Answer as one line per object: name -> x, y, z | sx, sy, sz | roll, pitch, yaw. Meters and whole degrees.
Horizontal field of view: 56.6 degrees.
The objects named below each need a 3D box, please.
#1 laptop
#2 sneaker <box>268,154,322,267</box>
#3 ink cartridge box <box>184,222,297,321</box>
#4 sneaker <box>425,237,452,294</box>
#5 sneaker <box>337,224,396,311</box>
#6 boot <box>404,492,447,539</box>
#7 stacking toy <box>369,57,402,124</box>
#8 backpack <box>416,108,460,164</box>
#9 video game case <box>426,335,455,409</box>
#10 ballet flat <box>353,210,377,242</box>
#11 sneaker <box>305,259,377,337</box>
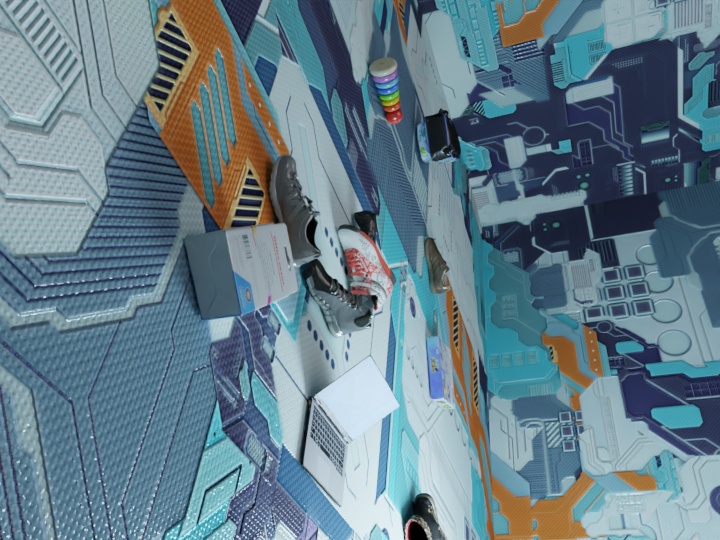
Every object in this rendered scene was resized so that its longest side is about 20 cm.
laptop -> -0.012, 0.296, 1.224 | 0.188, 0.114, 0.202 | 61, 26, -45
sneaker -> -0.107, -0.107, 1.183 | 0.075, 0.081, 0.203 | 0, 81, -72
ink cartridge box -> -0.165, -0.004, 0.972 | 0.200, 0.067, 0.117 | -22, 102, -72
sneaker -> 0.275, -0.020, 2.349 | 0.070, 0.075, 0.203 | 6, 75, -71
sneaker -> 0.001, 0.000, 1.490 | 0.202, 0.067, 0.108 | 52, 52, -30
boot -> 0.166, 0.674, 1.658 | 0.150, 0.072, 0.203 | -8, 85, -74
stacking toy -> 0.086, -0.537, 2.032 | 0.086, 0.084, 0.201 | -82, 162, -44
backpack -> 0.295, -0.493, 2.532 | 0.200, 0.145, 0.186 | -7, 86, -69
video game case -> 0.261, 0.334, 2.175 | 0.181, 0.045, 0.202 | 48, 36, -62
ballet flat -> 0.011, -0.044, 1.601 | 0.066, 0.056, 0.203 | 68, 23, -77
sneaker -> -0.027, 0.045, 1.303 | 0.076, 0.114, 0.201 | -81, 155, -45
